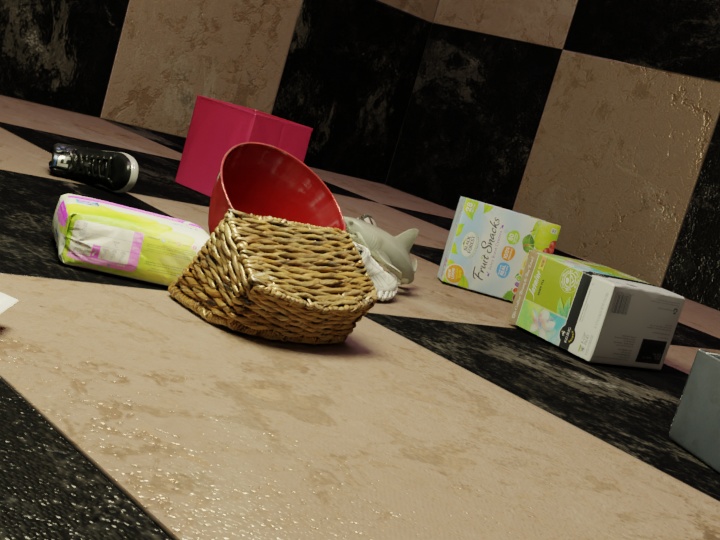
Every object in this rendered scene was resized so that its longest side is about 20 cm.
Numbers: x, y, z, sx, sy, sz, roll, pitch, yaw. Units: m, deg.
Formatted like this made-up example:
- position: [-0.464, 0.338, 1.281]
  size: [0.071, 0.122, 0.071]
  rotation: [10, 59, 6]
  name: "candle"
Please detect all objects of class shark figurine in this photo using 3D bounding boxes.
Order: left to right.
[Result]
- position: [0.069, -0.027, 1.735]
  size: [0.128, 0.090, 0.214]
  rotation: [34, -7, 38]
  name: "shark figurine"

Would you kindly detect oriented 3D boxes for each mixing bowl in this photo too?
- position: [-0.130, -0.060, 1.411]
  size: [0.199, 0.108, 0.201]
  rotation: [29, 38, -25]
  name: "mixing bowl"

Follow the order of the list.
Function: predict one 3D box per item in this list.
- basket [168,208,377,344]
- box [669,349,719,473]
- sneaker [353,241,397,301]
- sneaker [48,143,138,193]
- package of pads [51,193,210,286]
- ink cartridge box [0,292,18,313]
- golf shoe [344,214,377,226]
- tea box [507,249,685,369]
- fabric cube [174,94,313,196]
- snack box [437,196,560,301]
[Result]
- position: [-0.098, 0.037, 1.242]
  size: [0.199, 0.149, 0.143]
  rotation: [9, 45, -43]
  name: "basket"
- position: [0.506, 0.193, 1.223]
  size: [0.195, 0.125, 0.200]
  rotation: [12, 10, -18]
  name: "box"
- position: [0.000, 0.000, 1.609]
  size: [0.075, 0.082, 0.199]
  rotation: [20, 7, 33]
  name: "sneaker"
- position: [-0.492, -0.184, 1.886]
  size: [0.111, 0.074, 0.199]
  rotation: [4, 7, -44]
  name: "sneaker"
- position: [-0.281, -0.035, 1.323]
  size: [0.199, 0.069, 0.154]
  rotation: [13, 9, -22]
  name: "package of pads"
- position: [-0.402, 0.020, 0.862]
  size: [0.199, 0.050, 0.162]
  rotation: [24, 7, -7]
  name: "ink cartridge box"
- position: [0.003, -0.056, 2.059]
  size: [0.088, 0.077, 0.200]
  rotation: [39, 15, 10]
  name: "golf shoe"
- position: [0.392, 0.066, 1.760]
  size: [0.199, 0.135, 0.196]
  rotation: [9, 11, -40]
  name: "tea box"
- position: [-0.256, -0.254, 2.321]
  size: [0.195, 0.201, 0.199]
  rotation: [22, 10, 38]
  name: "fabric cube"
- position: [0.268, -0.036, 2.049]
  size: [0.198, 0.170, 0.068]
  rotation: [15, 5, -6]
  name: "snack box"
